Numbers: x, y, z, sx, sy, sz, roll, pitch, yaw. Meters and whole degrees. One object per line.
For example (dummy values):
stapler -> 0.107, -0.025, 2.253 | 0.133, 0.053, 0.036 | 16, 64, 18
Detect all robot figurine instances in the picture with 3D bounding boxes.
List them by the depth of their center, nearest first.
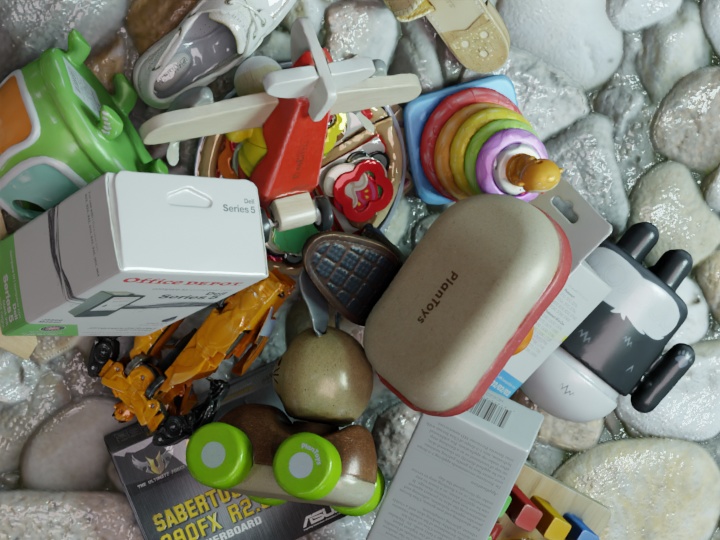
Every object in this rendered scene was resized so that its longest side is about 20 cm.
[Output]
robot figurine -> -0.152, 0.059, 1.708 | 0.145, 0.058, 0.200 | 44, 105, 19
robot figurine -> 0.229, 0.049, 1.823 | 0.200, 0.150, 0.125 | -52, 140, 1

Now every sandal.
sandal -> 0.058, -0.243, 1.698 | 0.077, 0.070, 0.212 | -30, 119, 30

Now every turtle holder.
turtle holder -> -0.246, -0.103, 1.634 | 0.131, 0.185, 0.141 | -32, 76, 8

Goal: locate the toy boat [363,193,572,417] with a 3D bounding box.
toy boat -> 0.106, 0.036, 1.657 | 0.200, 0.130, 0.131 | -54, 142, 6

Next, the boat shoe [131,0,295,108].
boat shoe -> -0.112, -0.212, 1.666 | 0.200, 0.069, 0.071 | -47, 110, -2

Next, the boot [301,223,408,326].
boot -> 0.000, 0.000, 1.709 | 0.200, 0.097, 0.075 | 29, 98, -44

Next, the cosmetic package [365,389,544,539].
cosmetic package -> 0.078, 0.201, 1.727 | 0.101, 0.071, 0.201 | 26, 119, 6

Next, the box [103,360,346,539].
box -> -0.118, 0.189, 1.791 | 0.199, 0.048, 0.159 | -23, 111, -10

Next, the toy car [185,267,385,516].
toy car -> -0.052, 0.103, 1.684 | 0.157, 0.164, 0.201 | 5, 79, 18

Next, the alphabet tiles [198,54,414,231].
alphabet tiles -> -0.046, -0.094, 1.755 | 0.200, 0.006, 0.167 | -42, 113, -2

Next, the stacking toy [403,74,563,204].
stacking toy -> 0.127, -0.098, 1.703 | 0.115, 0.200, 0.110 | -17, 109, -16

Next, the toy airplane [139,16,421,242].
toy airplane -> -0.067, -0.138, 1.626 | 0.199, 0.141, 0.200 | -39, 144, 11

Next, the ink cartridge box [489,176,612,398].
ink cartridge box -> 0.147, 0.015, 1.768 | 0.200, 0.115, 0.068 | -47, 139, 8

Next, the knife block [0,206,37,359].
knife block -> -0.383, -0.003, 1.645 | 0.174, 0.064, 0.201 | -17, 110, -12

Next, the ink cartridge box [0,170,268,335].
ink cartridge box -> -0.191, -0.009, 1.581 | 0.145, 0.200, 0.085 | 2, 73, -38

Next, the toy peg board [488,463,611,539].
toy peg board -> 0.133, 0.293, 1.874 | 0.198, 0.098, 0.201 | 29, 96, -22

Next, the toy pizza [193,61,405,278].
toy pizza -> -0.051, -0.088, 1.735 | 0.199, 0.032, 0.202 | -5, 107, -16
